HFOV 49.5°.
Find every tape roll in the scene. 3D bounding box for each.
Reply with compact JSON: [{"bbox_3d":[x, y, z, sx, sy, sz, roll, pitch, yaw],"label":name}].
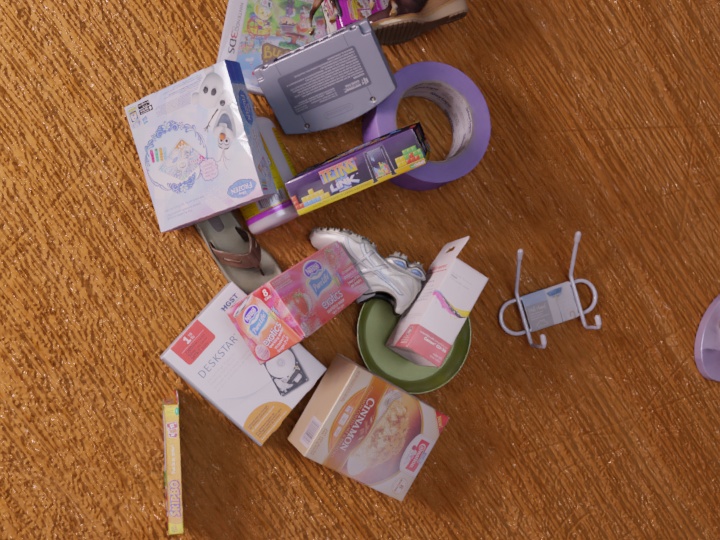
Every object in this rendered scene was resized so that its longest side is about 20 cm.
[{"bbox_3d":[0.109,-0.237,1.299,0.199,0.085,0.201,1,86,-17],"label":"tape roll"}]

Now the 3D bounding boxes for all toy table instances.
[{"bbox_3d":[0.711,0.114,1.429,0.183,0.117,0.200,25,81,-13],"label":"toy table"}]

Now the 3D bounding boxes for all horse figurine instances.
[{"bbox_3d":[-0.018,-0.438,1.192,0.199,0.050,0.133,-12,71,7],"label":"horse figurine"}]

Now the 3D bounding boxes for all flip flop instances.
[{"bbox_3d":[-0.193,-0.038,1.212,0.081,0.058,0.200,-36,97,-15],"label":"flip flop"}]

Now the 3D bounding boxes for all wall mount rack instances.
[{"bbox_3d":[0.333,0.034,1.348,0.199,0.075,0.174,-16,91,-17],"label":"wall mount rack"}]

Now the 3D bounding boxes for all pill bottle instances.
[{"bbox_3d":[-0.162,-0.164,1.206,0.104,0.104,0.200,-25,93,-16],"label":"pill bottle"}]

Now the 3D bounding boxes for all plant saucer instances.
[{"bbox_3d":[0.086,0.103,1.296,0.199,0.031,0.201,1,85,-16],"label":"plant saucer"}]

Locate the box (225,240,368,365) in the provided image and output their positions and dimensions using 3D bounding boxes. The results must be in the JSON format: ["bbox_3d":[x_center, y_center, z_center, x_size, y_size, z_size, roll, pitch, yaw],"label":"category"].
[{"bbox_3d":[-0.088,0.043,1.154,0.095,0.103,0.200,57,34,-2],"label":"box"}]

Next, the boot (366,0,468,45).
[{"bbox_3d":[0.062,-0.456,1.248,0.200,0.072,0.167,-22,81,-21],"label":"boot"}]

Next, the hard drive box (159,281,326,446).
[{"bbox_3d":[-0.179,0.142,1.194,0.200,0.077,0.156,43,76,-9],"label":"hard drive box"}]

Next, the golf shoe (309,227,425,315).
[{"bbox_3d":[0.000,0.000,1.239,0.200,0.078,0.097,24,77,4],"label":"golf shoe"}]

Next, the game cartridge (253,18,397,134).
[{"bbox_3d":[-0.051,-0.292,1.217,0.200,0.041,0.134,-18,115,19],"label":"game cartridge"}]

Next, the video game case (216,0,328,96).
[{"bbox_3d":[-0.125,-0.368,1.273,0.199,0.022,0.183,11,83,-15],"label":"video game case"}]

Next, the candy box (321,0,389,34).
[{"bbox_3d":[0.031,-0.463,1.291,0.200,0.061,0.137,-13,90,-25],"label":"candy box"}]

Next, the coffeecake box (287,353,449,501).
[{"bbox_3d":[0.015,0.244,1.208,0.200,0.073,0.154,32,86,-29],"label":"coffeecake box"}]

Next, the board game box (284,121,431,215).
[{"bbox_3d":[0.001,-0.155,1.161,0.200,0.165,0.057,-21,100,12],"label":"board game box"}]

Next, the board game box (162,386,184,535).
[{"bbox_3d":[-0.275,0.275,1.147,0.030,0.096,0.201,1,86,-15],"label":"board game box"}]

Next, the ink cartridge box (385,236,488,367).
[{"bbox_3d":[0.129,0.050,1.236,0.067,0.116,0.200,32,78,-10],"label":"ink cartridge box"}]

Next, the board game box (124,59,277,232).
[{"bbox_3d":[-0.238,-0.178,1.154,0.200,0.043,0.200,-16,90,28],"label":"board game box"}]
